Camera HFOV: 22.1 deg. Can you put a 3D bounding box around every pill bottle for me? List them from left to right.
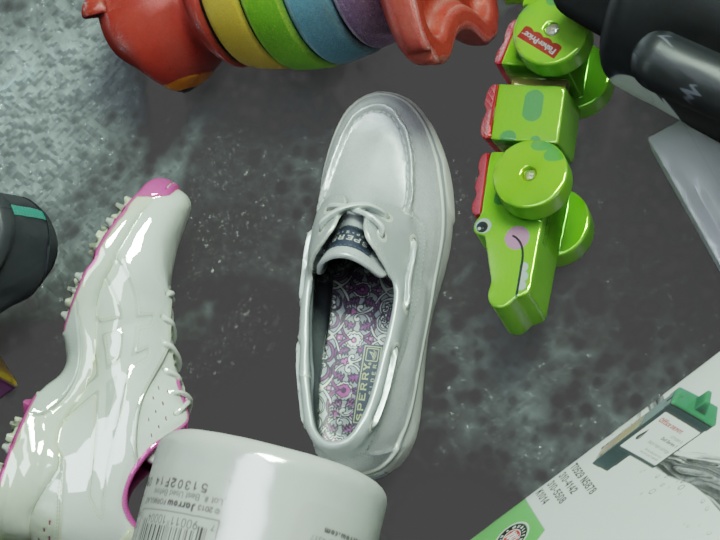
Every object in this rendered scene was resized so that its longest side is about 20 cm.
[{"bbox_3d":[-0.064,0.184,0.850,0.113,0.114,0.202,10,76,18],"label":"pill bottle"}]

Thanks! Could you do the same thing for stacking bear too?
[{"bbox_3d":[-0.046,-0.149,0.956,0.199,0.121,0.115,-10,100,25],"label":"stacking bear"}]

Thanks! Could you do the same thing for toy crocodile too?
[{"bbox_3d":[0.085,-0.068,0.915,0.061,0.068,0.202,3,72,22],"label":"toy crocodile"}]

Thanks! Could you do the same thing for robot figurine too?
[{"bbox_3d":[0.189,-0.117,0.840,0.199,0.125,0.151,31,82,19],"label":"robot figurine"}]

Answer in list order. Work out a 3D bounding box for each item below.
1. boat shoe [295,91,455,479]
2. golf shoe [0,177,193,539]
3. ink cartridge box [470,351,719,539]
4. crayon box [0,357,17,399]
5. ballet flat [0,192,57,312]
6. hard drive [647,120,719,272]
[{"bbox_3d":[0.000,0.000,0.915,0.071,0.069,0.202,7,75,17],"label":"boat shoe"},{"bbox_3d":[-0.116,0.054,0.938,0.091,0.075,0.201,20,81,5],"label":"golf shoe"},{"bbox_3d":[0.151,0.117,0.789,0.200,0.146,0.085,-38,106,1],"label":"ink cartridge box"},{"bbox_3d":[-0.313,0.052,0.990,0.200,0.058,0.173,-38,67,1],"label":"crayon box"},{"bbox_3d":[-0.240,0.028,0.913,0.200,0.073,0.073,-38,67,0],"label":"ballet flat"},{"bbox_3d":[0.257,-0.055,0.885,0.199,0.025,0.133,-28,68,5],"label":"hard drive"}]
